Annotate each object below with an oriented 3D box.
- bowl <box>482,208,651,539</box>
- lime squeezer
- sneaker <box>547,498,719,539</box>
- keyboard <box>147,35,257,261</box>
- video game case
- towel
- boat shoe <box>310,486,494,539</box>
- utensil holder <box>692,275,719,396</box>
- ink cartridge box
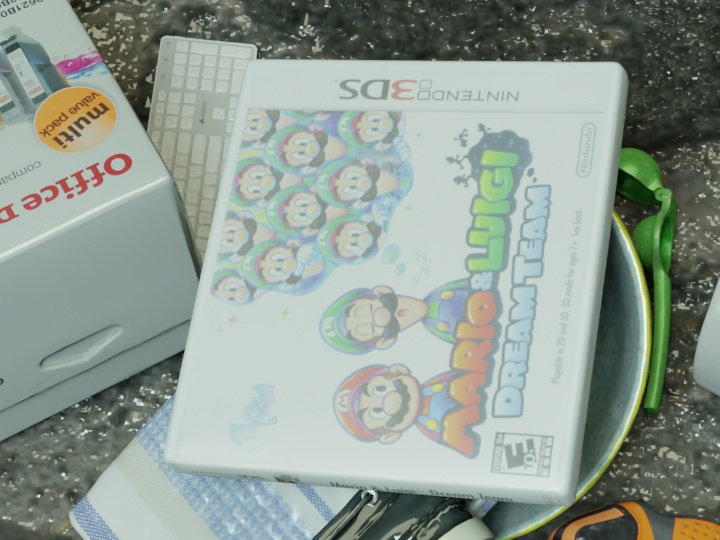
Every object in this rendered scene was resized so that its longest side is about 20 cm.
[{"bbox_3d":[0.049,0.029,0.931,0.199,0.108,0.201,0,90,16],"label":"bowl"},{"bbox_3d":[0.137,-0.023,1.016,0.070,0.038,0.201,-20,61,-11],"label":"lime squeezer"},{"bbox_3d":[0.164,0.189,0.862,0.112,0.078,0.201,-22,76,-33],"label":"sneaker"},{"bbox_3d":[-0.093,-0.047,1.054,0.056,0.011,0.201,2,59,3],"label":"keyboard"},{"bbox_3d":[0.017,-0.001,0.843,0.181,0.024,0.201,3,68,19],"label":"video game case"},{"bbox_3d":[-0.028,0.100,0.888,0.200,0.024,0.147,-46,76,10],"label":"towel"},{"bbox_3d":[-0.039,0.150,0.838,0.199,0.074,0.066,-38,74,11],"label":"boat shoe"},{"bbox_3d":[0.280,0.024,0.907,0.199,0.170,0.170,26,62,18],"label":"utensil holder"},{"bbox_3d":[-0.183,-0.044,0.969,0.145,0.145,0.200,-27,60,-11],"label":"ink cartridge box"}]
